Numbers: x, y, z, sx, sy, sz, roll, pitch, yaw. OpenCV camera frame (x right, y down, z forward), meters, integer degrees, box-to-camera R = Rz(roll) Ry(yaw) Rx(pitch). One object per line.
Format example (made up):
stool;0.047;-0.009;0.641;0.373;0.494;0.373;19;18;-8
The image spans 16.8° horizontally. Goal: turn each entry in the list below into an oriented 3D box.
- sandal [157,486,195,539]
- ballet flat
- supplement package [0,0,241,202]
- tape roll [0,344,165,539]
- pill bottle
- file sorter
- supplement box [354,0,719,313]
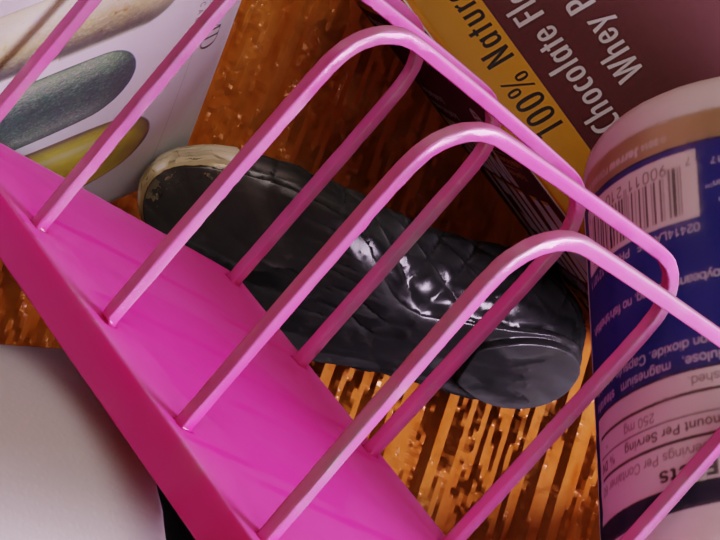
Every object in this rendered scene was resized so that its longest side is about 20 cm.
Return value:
sandal;-0.056;0.084;0.810;0.075;0.045;0.201;35;39;-11
ballet flat;0.000;0.000;0.887;0.199;0.066;0.057;24;33;-34
supplement package;-0.161;-0.093;0.774;0.199;0.152;0.151;-27;68;-33
tape roll;-0.120;0.121;0.692;0.070;0.202;0.204;5;67;-26
pill bottle;0.127;0.052;0.735;0.115;0.116;0.201;11;64;-23
file sorter;-0.002;-0.002;0.695;0.139;0.126;0.200;31;14;-48
supplement box;0.133;-0.090;0.882;0.200;0.133;0.198;-38;104;-2
